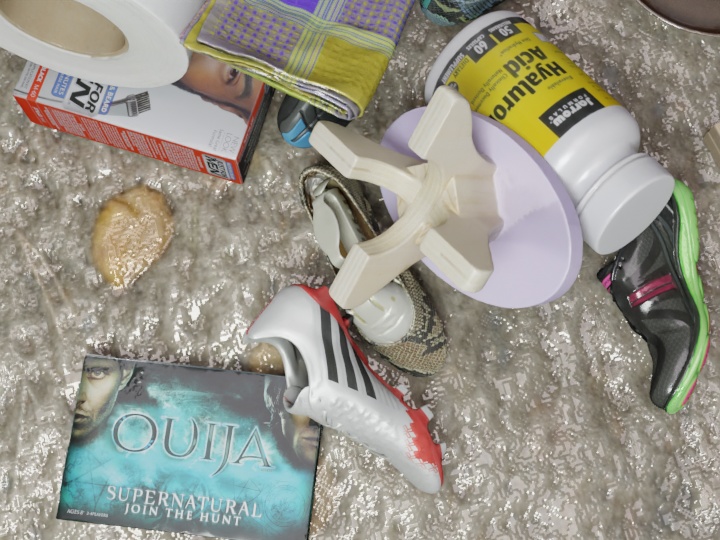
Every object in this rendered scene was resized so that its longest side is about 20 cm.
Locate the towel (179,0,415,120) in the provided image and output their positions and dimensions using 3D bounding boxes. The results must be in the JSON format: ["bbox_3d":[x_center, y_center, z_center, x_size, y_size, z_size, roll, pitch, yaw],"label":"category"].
[{"bbox_3d":[-0.035,-0.203,0.855,0.143,0.023,0.200,23,54,2],"label":"towel"}]

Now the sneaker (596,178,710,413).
[{"bbox_3d":[0.236,0.022,0.923,0.084,0.077,0.200,-3,66,7],"label":"sneaker"}]

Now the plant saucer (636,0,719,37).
[{"bbox_3d":[0.318,-0.296,1.020,0.200,0.032,0.201,0,75,0],"label":"plant saucer"}]

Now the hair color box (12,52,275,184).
[{"bbox_3d":[-0.180,-0.160,0.973,0.200,0.064,0.111,16,75,4],"label":"hair color box"}]

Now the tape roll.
[{"bbox_3d":[-0.215,-0.214,0.850,0.202,0.202,0.071,13,75,4],"label":"tape roll"}]

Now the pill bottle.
[{"bbox_3d":[0.152,-0.109,0.911,0.111,0.111,0.200,-38,64,-9],"label":"pill bottle"}]

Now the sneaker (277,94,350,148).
[{"bbox_3d":[-0.027,-0.195,0.986,0.082,0.073,0.200,20,70,22],"label":"sneaker"}]

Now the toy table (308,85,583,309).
[{"bbox_3d":[0.059,-0.050,0.847,0.200,0.117,0.184,33,114,35],"label":"toy table"}]

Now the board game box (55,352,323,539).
[{"bbox_3d":[-0.133,0.144,0.911,0.200,0.028,0.135,6,76,2],"label":"board game box"}]

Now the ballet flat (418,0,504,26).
[{"bbox_3d":[0.142,-0.283,1.000,0.200,0.074,0.074,-35,78,-8],"label":"ballet flat"}]

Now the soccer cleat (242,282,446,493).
[{"bbox_3d":[-0.012,0.102,0.883,0.085,0.069,0.200,-37,94,-26],"label":"soccer cleat"}]

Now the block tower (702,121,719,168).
[{"bbox_3d":[0.400,-0.137,0.966,0.200,0.054,0.058,-25,77,-5],"label":"block tower"}]

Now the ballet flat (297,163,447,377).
[{"bbox_3d":[0.000,0.000,0.922,0.068,0.075,0.200,-32,77,18],"label":"ballet flat"}]
